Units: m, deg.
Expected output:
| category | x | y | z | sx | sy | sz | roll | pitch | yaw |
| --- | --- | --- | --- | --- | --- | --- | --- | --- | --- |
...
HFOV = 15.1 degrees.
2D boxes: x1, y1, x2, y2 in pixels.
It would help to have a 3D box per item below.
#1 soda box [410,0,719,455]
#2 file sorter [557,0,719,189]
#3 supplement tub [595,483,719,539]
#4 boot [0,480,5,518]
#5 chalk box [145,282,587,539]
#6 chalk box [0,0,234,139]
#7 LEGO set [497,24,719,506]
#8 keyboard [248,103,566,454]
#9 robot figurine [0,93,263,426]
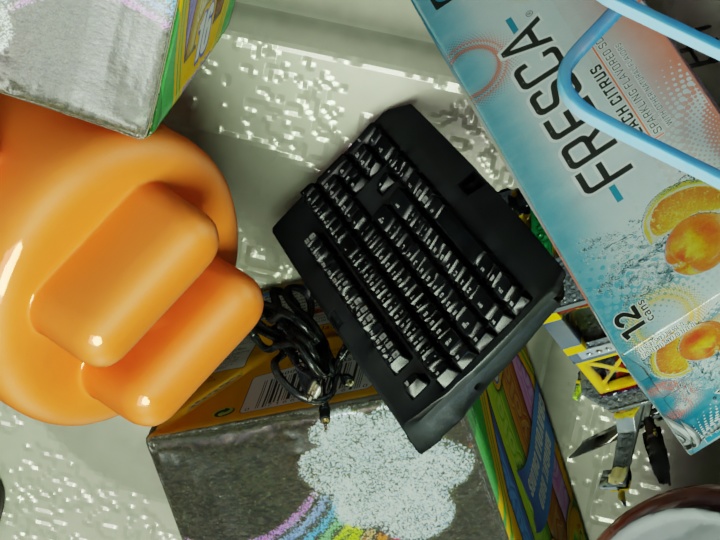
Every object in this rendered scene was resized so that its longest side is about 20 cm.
| category | x | y | z | sx | sy | sz | roll | pitch | yaw |
| --- | --- | --- | --- | --- | --- | --- | --- | --- | --- |
| soda box | 0.085 | -0.038 | 0.889 | 0.068 | 0.200 | 0.064 | -32 | 136 | 6 |
| file sorter | 0.144 | -0.125 | 0.776 | 0.139 | 0.123 | 0.200 | 28 | 140 | 20 |
| supplement tub | 0.132 | 0.136 | 0.963 | 0.107 | 0.200 | 0.107 | -5 | 74 | 17 |
| boot | -0.244 | 0.106 | 1.046 | 0.188 | 0.200 | 0.069 | 34 | 116 | -6 |
| chalk box | 0.015 | 0.111 | 1.046 | 0.125 | 0.124 | 0.200 | -12 | 113 | 14 |
| chalk box | -0.094 | -0.171 | 0.935 | 0.124 | 0.124 | 0.200 | 18 | 116 | 3 |
| LEGO set | 0.148 | -0.015 | 0.959 | 0.200 | 0.154 | 0.116 | -22 | 139 | 17 |
| keyboard | 0.000 | 0.000 | 0.942 | 0.040 | 0.200 | 0.104 | 37 | 96 | -23 |
| robot figurine | -0.124 | -0.017 | 0.990 | 0.200 | 0.144 | 0.117 | 31 | 112 | 39 |
